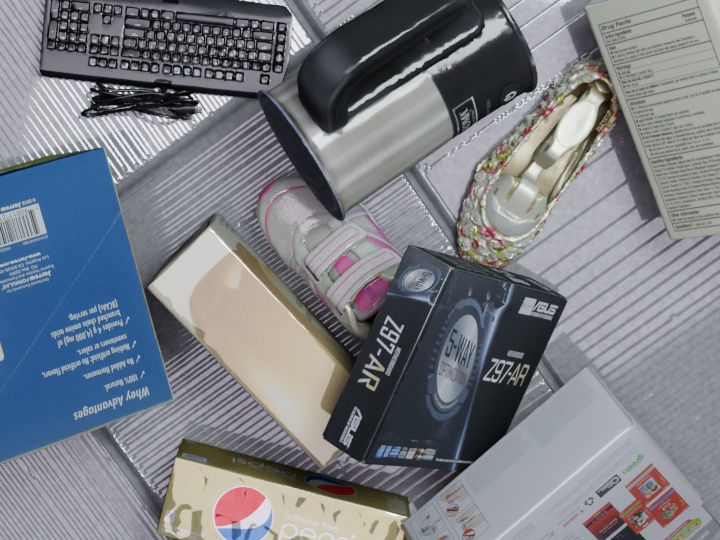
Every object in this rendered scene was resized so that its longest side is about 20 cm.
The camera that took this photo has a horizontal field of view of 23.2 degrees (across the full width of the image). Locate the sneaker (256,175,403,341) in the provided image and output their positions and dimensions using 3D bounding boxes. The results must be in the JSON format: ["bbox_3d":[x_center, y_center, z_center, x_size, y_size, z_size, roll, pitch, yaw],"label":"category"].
[{"bbox_3d":[0.000,0.000,1.393,0.200,0.088,0.081,40,96,-6],"label":"sneaker"}]

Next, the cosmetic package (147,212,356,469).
[{"bbox_3d":[-0.073,0.053,1.393,0.071,0.105,0.200,-43,98,5],"label":"cosmetic package"}]

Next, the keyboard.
[{"bbox_3d":[-0.156,-0.169,1.391,0.198,0.040,0.105,5,97,-1],"label":"keyboard"}]

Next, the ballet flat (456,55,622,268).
[{"bbox_3d":[0.141,-0.085,1.396,0.075,0.064,0.201,32,97,-4],"label":"ballet flat"}]

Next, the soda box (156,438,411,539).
[{"bbox_3d":[-0.061,0.200,1.433,0.198,0.064,0.068,15,98,-2],"label":"soda box"}]

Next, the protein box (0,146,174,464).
[{"bbox_3d":[-0.276,0.032,1.332,0.197,0.135,0.202,-19,99,-27],"label":"protein box"}]

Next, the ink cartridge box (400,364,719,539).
[{"bbox_3d":[0.165,0.207,1.413,0.200,0.084,0.176,-40,129,4],"label":"ink cartridge box"}]

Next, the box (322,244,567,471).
[{"bbox_3d":[0.069,0.073,1.357,0.043,0.199,0.161,29,98,32],"label":"box"}]

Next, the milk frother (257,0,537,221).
[{"bbox_3d":[0.001,-0.181,1.342,0.187,0.181,0.200,-34,54,-9],"label":"milk frother"}]

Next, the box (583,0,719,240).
[{"bbox_3d":[0.278,-0.139,1.338,0.109,0.127,0.201,-29,103,-34],"label":"box"}]
